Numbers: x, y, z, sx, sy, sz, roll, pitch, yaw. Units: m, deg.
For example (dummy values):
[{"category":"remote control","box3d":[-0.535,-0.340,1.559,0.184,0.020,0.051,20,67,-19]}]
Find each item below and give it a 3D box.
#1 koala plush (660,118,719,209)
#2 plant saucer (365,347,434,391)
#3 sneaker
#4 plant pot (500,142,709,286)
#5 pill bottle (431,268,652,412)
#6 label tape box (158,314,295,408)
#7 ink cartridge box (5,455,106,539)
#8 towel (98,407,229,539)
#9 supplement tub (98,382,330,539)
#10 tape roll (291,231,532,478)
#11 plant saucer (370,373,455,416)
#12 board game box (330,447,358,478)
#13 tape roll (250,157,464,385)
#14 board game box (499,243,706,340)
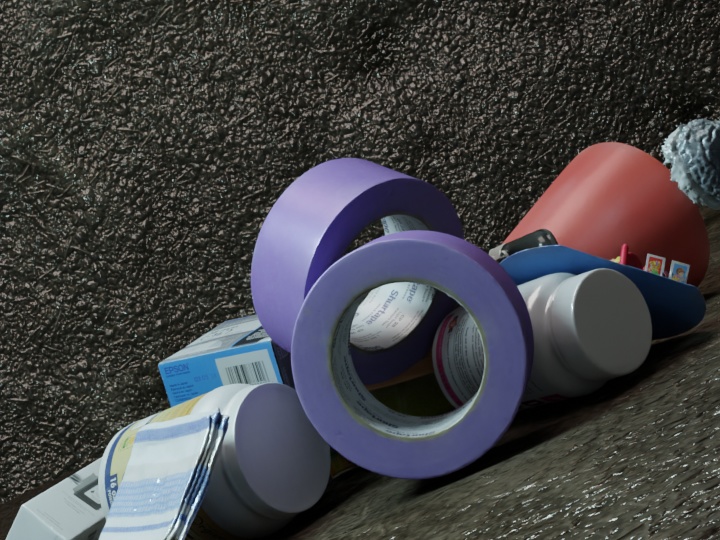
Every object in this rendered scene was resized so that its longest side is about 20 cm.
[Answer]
[{"category":"koala plush","box3d":[0.314,-0.040,1.035,0.177,0.201,0.184,-23,2,31]},{"category":"plant saucer","box3d":[0.038,0.091,1.567,0.199,0.033,0.200,-16,1,0]},{"category":"sneaker","box3d":[0.130,0.016,1.536,0.088,0.075,0.200,-9,-15,-28]},{"category":"plant pot","box3d":[0.243,-0.010,1.627,0.177,0.201,0.200,-36,7,-30]},{"category":"pill bottle","box3d":[0.165,0.067,1.394,0.113,0.114,0.200,-26,1,-36]},{"category":"label tape box","box3d":[-0.093,0.078,1.566,0.143,0.064,0.200,-13,11,30]},{"category":"ink cartridge box","box3d":[-0.301,0.278,1.624,0.116,0.066,0.200,-62,-14,22]},{"category":"towel","box3d":[-0.188,0.216,1.313,0.146,0.024,0.201,-17,47,51]},{"category":"supplement tub","box3d":[-0.139,0.191,1.442,0.199,0.145,0.144,-24,2,40]},{"category":"tape roll","box3d":[0.046,0.069,1.296,0.199,0.201,0.085,-24,1,12]},{"category":"plant saucer","box3d":[0.065,0.123,1.629,0.199,0.048,0.200,-17,2,-33]},{"category":"board game box","box3d":[0.006,0.184,1.642,0.095,0.030,0.200,-24,4,-2]},{"category":"tape roll","box3d":[0.000,0.000,1.434,0.199,0.201,0.085,-26,32,-33]},{"category":"board game box","box3d":[0.225,0.008,1.428,0.198,0.039,0.158,17,-24,-6]}]
